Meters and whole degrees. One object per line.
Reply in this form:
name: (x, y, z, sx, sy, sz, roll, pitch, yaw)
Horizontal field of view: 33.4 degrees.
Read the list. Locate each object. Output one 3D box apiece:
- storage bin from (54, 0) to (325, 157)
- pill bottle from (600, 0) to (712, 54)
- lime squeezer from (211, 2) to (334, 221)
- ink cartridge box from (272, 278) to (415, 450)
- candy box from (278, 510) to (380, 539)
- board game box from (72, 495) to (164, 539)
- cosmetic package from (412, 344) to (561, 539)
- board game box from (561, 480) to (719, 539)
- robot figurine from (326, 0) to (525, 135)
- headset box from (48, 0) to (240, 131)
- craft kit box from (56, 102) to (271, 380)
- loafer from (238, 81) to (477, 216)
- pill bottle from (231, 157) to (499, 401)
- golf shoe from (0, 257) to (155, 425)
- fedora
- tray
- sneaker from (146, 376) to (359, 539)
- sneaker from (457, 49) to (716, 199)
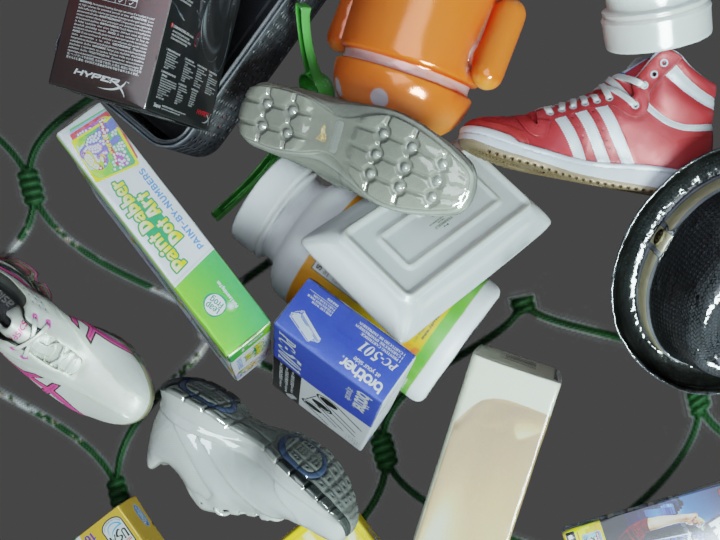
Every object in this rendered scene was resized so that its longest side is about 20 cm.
storage bin: (-0.132, -0.207, 0.969, 0.135, 0.094, 0.201, 38, 95, 7)
pill bottle: (0.207, -0.268, 0.880, 0.110, 0.111, 0.202, -10, 110, 9)
lime squeezer: (-0.057, -0.121, 0.972, 0.038, 0.070, 0.201, 38, 121, 18)
ink cartridge box: (-0.018, 0.076, 0.899, 0.094, 0.200, 0.044, 36, 73, 7)
candy box: (0.006, 0.291, 0.985, 0.102, 0.026, 0.200, -40, 85, 4)
board game box: (-0.196, 0.318, 1.010, 0.153, 0.040, 0.201, -38, 85, 8)
cosmetic package: (0.093, 0.165, 0.932, 0.070, 0.105, 0.202, 18, 95, 8)
board game box: (0.279, 0.263, 0.923, 0.198, 0.062, 0.202, -18, 88, 8)
robot figurine: (0.048, -0.188, 0.927, 0.143, 0.117, 0.202, 18, 95, -1)
headset box: (-0.136, -0.211, 0.848, 0.074, 0.149, 0.202, 15, 94, 8)
craft kit box: (-0.143, -0.013, 0.919, 0.048, 0.198, 0.201, -38, 85, -6)
loafer: (0.002, -0.091, 0.886, 0.199, 0.070, 0.071, 26, 101, 25)
pill bottle: (0.000, 0.000, 0.940, 0.199, 0.111, 0.111, 37, 96, 7)
golf shoe: (-0.260, 0.063, 0.989, 0.199, 0.092, 0.073, 36, 97, 10)
fedora: (0.286, 0.010, 0.879, 0.198, 0.092, 0.203, -1, 107, -4)
tray: (0.057, -0.034, 0.902, 0.107, 0.200, 0.022, 44, 140, 13)
sneaker: (-0.089, 0.166, 0.981, 0.199, 0.074, 0.088, 30, 105, 21)
sneaker: (0.178, -0.124, 0.922, 0.198, 0.071, 0.114, 10, 94, -7)
